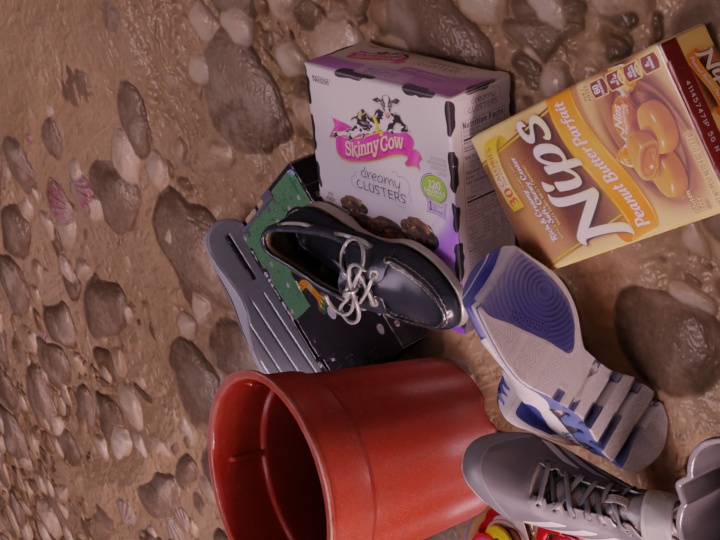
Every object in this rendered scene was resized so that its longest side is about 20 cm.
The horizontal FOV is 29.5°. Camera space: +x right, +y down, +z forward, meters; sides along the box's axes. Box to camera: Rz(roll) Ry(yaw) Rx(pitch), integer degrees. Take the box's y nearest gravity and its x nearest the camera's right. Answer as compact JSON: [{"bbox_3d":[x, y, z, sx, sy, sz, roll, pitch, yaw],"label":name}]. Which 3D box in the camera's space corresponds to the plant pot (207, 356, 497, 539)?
[{"bbox_3d":[0.001,0.165,1.176,0.201,0.195,0.201,22,117,53],"label":"plant pot"}]

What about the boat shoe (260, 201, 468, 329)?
[{"bbox_3d":[0.000,0.000,1.090,0.200,0.062,0.075,33,133,36],"label":"boat shoe"}]

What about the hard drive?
[{"bbox_3d":[-0.030,0.008,1.277,0.200,0.038,0.140,57,144,10],"label":"hard drive"}]

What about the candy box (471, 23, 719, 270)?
[{"bbox_3d":[0.175,-0.078,0.946,0.200,0.055,0.116,-23,93,55],"label":"candy box"}]

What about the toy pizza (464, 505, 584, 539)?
[{"bbox_3d":[0.160,0.273,1.170,0.200,0.032,0.200,16,114,42],"label":"toy pizza"}]

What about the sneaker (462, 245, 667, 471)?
[{"bbox_3d":[0.132,0.077,1.042,0.199,0.081,0.115,47,156,-19],"label":"sneaker"}]

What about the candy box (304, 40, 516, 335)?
[{"bbox_3d":[0.042,-0.071,1.107,0.168,0.071,0.200,22,127,44],"label":"candy box"}]

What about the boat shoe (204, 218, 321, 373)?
[{"bbox_3d":[-0.092,0.039,1.364,0.200,0.072,0.062,63,172,7],"label":"boat shoe"}]

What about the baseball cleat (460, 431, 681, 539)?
[{"bbox_3d":[0.177,0.167,1.011,0.106,0.200,0.070,-28,43,63],"label":"baseball cleat"}]

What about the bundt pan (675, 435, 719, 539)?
[{"bbox_3d":[0.313,0.178,0.904,0.202,0.076,0.202,30,132,40],"label":"bundt pan"}]
